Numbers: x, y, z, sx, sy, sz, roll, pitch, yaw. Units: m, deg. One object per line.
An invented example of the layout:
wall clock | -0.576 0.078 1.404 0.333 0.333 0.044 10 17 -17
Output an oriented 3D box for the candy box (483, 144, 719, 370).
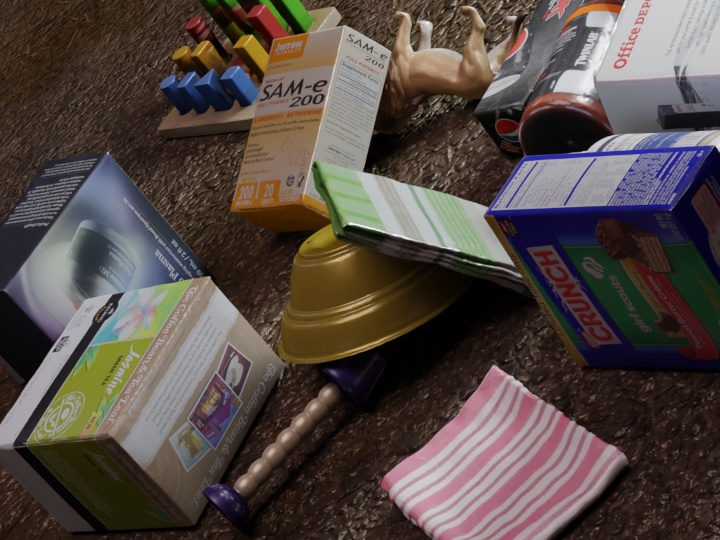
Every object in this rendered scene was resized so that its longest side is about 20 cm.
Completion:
candy box | 0.217 -0.007 1.484 0.199 0.169 0.077 0 43 51

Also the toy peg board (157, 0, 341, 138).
toy peg board | -0.162 -0.273 2.392 0.199 0.098 0.200 -2 46 49

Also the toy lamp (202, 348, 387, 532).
toy lamp | -0.055 0.141 1.714 0.200 0.058 0.058 -45 29 -11

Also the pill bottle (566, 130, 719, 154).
pill bottle | 0.244 -0.057 1.584 0.199 0.111 0.111 2 49 51

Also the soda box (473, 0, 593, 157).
soda box | 0.192 -0.205 1.911 0.071 0.063 0.200 -6 42 45

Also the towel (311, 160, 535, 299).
towel | 0.058 -0.037 1.712 0.149 0.199 0.031 -114 42 -63

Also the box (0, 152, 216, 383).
box | -0.289 0.019 2.018 0.123 0.200 0.199 -4 45 47

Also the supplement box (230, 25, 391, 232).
supplement box | -0.053 -0.147 2.030 0.126 0.073 0.201 -4 69 49

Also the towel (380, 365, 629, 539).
towel | 0.108 0.161 1.520 0.146 0.030 0.200 -44 29 -7

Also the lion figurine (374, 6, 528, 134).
lion figurine | 0.088 -0.209 2.028 0.199 0.072 0.123 -2 79 40

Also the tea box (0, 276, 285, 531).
tea box | -0.213 0.130 1.835 0.196 0.134 0.201 -10 40 42

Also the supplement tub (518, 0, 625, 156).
supplement tub | 0.223 -0.179 1.790 0.107 0.107 0.201 -13 39 40

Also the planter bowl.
planter bowl | 0.000 0.000 1.762 0.199 0.084 0.201 -22 17 7

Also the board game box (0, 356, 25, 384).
board game box | -0.335 0.019 2.216 0.147 0.064 0.200 -26 30 22

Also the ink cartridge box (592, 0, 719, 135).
ink cartridge box | 0.320 -0.184 1.662 0.199 0.084 0.145 1 46 31
